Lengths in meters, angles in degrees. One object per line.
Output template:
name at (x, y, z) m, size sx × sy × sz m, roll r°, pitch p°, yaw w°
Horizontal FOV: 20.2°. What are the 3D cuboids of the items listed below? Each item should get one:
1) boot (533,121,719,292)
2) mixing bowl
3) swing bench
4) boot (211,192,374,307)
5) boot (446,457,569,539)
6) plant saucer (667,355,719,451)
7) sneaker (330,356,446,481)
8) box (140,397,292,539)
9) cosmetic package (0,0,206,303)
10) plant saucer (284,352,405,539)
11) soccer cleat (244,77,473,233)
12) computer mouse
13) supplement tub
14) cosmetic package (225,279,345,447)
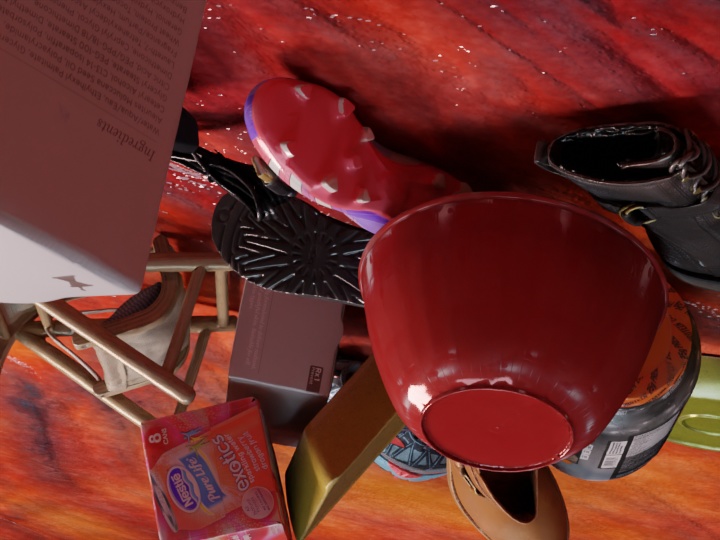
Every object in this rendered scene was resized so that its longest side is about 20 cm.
boot at (0.220, -0.036, 1.193) m, size 0.199 × 0.070 × 0.174 m, roll 1°, pitch 160°, yaw 34°
mixing bowl at (0.090, 0.055, 1.256) m, size 0.199 × 0.109 × 0.201 m, roll 6°, pitch 145°, yaw 4°
swing bench at (-0.208, 0.045, 1.607) m, size 0.199 × 0.131 × 0.199 m, roll 16°, pitch 163°, yaw 1°
boot at (0.001, 0.000, 1.440) m, size 0.164 × 0.066 × 0.200 m, roll 23°, pitch -178°, yaw 21°
boot at (0.105, 0.152, 1.439) m, size 0.201 × 0.073 × 0.155 m, roll 56°, pitch 177°, yaw -18°
plant saucer at (0.291, 0.115, 1.664) m, size 0.198 × 0.031 × 0.200 m, roll 10°, pitch 162°, yaw 3°
sneaker at (0.035, 0.132, 1.791) m, size 0.199 × 0.080 × 0.095 m, roll 22°, pitch 157°, yaw -30°
box at (-0.109, 0.178, 1.586) m, size 0.094 × 0.103 × 0.200 m, roll -11°, pitch 164°, yaw -2°
cosmetic package at (-0.201, -0.103, 1.035) m, size 0.164 × 0.201 × 0.165 m, roll -4°, pitch 157°, yaw 37°
plant saucer at (0.010, 0.108, 1.586) m, size 0.048 × 0.200 × 0.200 m, roll 41°, pitch 159°, yaw 6°
soccer cleat at (-0.012, -0.063, 1.268) m, size 0.076 × 0.067 × 0.199 m, roll 0°, pitch 162°, yaw 44°
computer mouse at (-0.120, -0.082, 1.229) m, size 0.140 × 0.046 × 0.200 m, roll 27°, pitch 170°, yaw 27°
supplement tub at (0.178, 0.073, 1.458) m, size 0.122 × 0.123 × 0.200 m, roll 10°, pitch 161°, yaw 4°
cosmetic package at (-0.062, 0.068, 1.616) m, size 0.089 × 0.108 × 0.200 m, roll 10°, pitch 160°, yaw 0°
